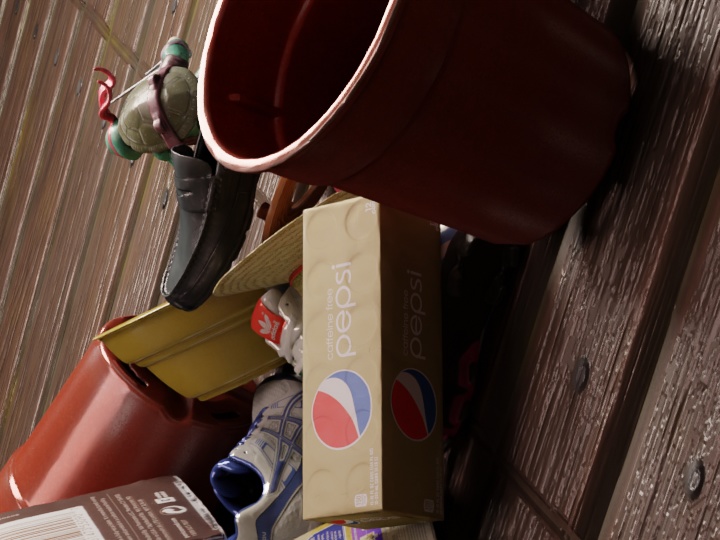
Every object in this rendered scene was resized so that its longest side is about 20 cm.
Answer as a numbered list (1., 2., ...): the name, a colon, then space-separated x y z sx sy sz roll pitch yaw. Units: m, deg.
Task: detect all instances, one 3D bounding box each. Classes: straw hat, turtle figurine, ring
1. straw hat: 0.000 0.000 1.651 0.085 0.201 0.201 56 147 7
2. turtle figurine: -0.127 -0.118 1.846 0.199 0.101 0.150 -19 81 35
3. ring: -0.025 -0.106 1.765 0.201 0.019 0.200 -61 -8 -14

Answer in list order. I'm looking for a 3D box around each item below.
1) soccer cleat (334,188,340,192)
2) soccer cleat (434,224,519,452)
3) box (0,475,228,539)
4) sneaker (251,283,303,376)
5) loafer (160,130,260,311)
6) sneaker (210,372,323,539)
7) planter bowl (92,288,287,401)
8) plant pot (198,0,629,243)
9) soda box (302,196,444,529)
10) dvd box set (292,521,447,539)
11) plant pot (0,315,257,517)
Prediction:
1. soccer cleat: 0.034 -0.125 1.708 0.067 0.076 0.200 41 135 16
2. soccer cleat: 0.042 0.044 1.568 0.201 0.070 0.086 -66 30 10
3. box: -0.183 0.283 1.808 0.166 0.163 0.201 -146 46 -68
4. sneaker: -0.033 0.060 1.724 0.200 0.093 0.070 -102 30 -48
5. loafer: -0.108 -0.070 1.736 0.068 0.070 0.201 35 105 63
6. sneaker: -0.068 0.138 1.786 0.200 0.088 0.076 -106 33 -55
7. planter bowl: -0.102 0.047 1.870 0.084 0.200 0.200 65 157 -2
8. plant pot: 0.040 -0.117 1.418 0.201 0.195 0.202 -34 44 40
9. soda box: 0.008 0.057 1.497 0.068 0.064 0.201 -12 73 39
10. dvd box set: -0.038 0.208 1.512 0.029 0.199 0.146 62 -177 -14
11. plant pot: -0.188 0.156 1.969 0.196 0.200 0.201 -60 25 23
